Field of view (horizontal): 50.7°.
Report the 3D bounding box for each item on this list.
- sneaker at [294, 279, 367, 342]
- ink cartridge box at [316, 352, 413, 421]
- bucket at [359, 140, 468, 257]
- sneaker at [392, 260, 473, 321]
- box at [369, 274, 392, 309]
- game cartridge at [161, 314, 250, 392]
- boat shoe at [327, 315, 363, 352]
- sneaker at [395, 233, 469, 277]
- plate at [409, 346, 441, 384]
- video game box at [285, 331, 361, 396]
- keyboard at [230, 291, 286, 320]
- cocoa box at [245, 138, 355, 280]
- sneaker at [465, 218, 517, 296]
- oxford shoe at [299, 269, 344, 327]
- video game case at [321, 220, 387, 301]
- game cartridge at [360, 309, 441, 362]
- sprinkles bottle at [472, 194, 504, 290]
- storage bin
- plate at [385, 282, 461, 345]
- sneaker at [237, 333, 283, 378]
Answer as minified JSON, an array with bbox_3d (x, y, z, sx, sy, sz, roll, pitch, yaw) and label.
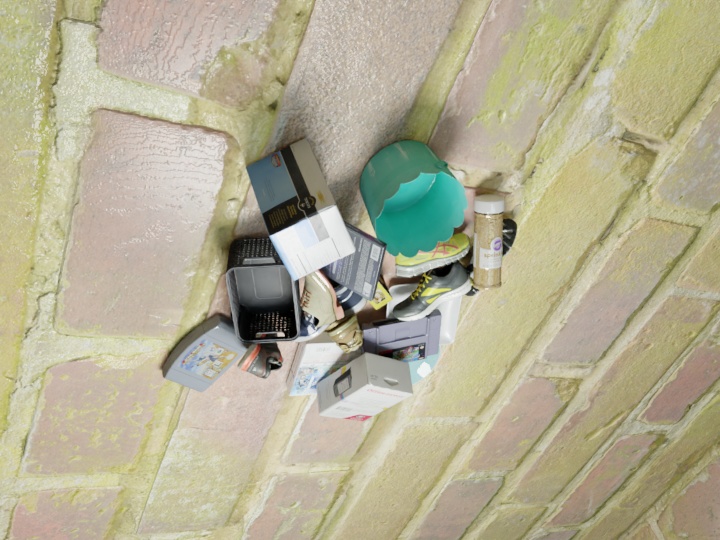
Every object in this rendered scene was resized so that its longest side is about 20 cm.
[{"bbox_3d":[-0.092,0.075,1.672,0.197,0.071,0.109,-29,132,8],"label":"sneaker"},{"bbox_3d":[0.008,0.281,1.802,0.146,0.087,0.199,17,141,-36],"label":"ink cartridge box"},{"bbox_3d":[0.100,-0.145,1.503,0.203,0.136,0.210,-13,136,-13],"label":"bucket"},{"bbox_3d":[0.154,0.039,1.723,0.197,0.075,0.086,-29,117,1],"label":"sneaker"},{"bbox_3d":[0.000,0.000,1.642,0.050,0.076,0.200,-31,138,10],"label":"box"},{"bbox_3d":[-0.342,0.186,1.683,0.200,0.042,0.132,-43,139,17],"label":"game cartridge"},{"bbox_3d":[-0.024,0.146,1.690,0.073,0.067,0.200,-30,173,5],"label":"boat shoe"},{"bbox_3d":[0.157,-0.055,1.654,0.197,0.078,0.092,-21,103,-29],"label":"sneaker"},{"bbox_3d":[0.111,0.217,1.926,0.196,0.026,0.203,-11,127,-15],"label":"plate"},{"bbox_3d":[-0.067,0.225,1.845,0.196,0.047,0.185,0,129,-26],"label":"video game box"},{"bbox_3d":[-0.193,0.050,1.620,0.103,0.040,0.201,13,125,-34],"label":"keyboard"},{"bbox_3d":[-0.111,-0.113,1.384,0.129,0.202,0.134,-25,138,0],"label":"cocoa box"},{"bbox_3d":[0.301,-0.035,1.765,0.202,0.078,0.090,-57,159,19],"label":"sneaker"},{"bbox_3d":[-0.090,0.052,1.542,0.073,0.071,0.202,-31,138,-8],"label":"oxford shoe"},{"bbox_3d":[-0.046,-0.039,1.514,0.019,0.198,0.145,-43,155,-44],"label":"video game case"},{"bbox_3d":[0.096,0.167,1.809,0.196,0.039,0.132,-10,123,-14],"label":"game cartridge"},{"bbox_3d":[0.280,-0.062,1.666,0.067,0.068,0.205,-8,109,-18],"label":"sprinkles bottle"},{"bbox_3d":[-0.193,0.041,1.539,0.132,0.095,0.203,-3,130,-1],"label":"storage bin"},{"bbox_3d":[0.146,0.102,1.824,0.196,0.032,0.203,-7,126,-18],"label":"plate"},{"bbox_3d":[-0.204,0.186,1.639,0.081,0.200,0.078,35,108,-2],"label":"sneaker"}]
